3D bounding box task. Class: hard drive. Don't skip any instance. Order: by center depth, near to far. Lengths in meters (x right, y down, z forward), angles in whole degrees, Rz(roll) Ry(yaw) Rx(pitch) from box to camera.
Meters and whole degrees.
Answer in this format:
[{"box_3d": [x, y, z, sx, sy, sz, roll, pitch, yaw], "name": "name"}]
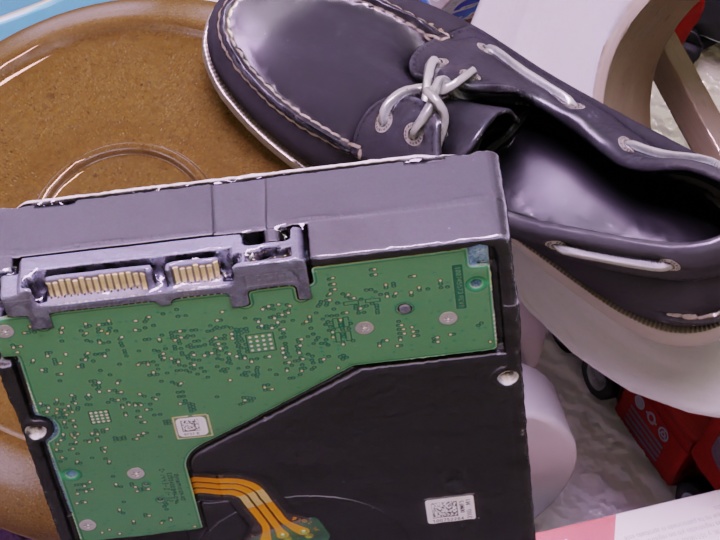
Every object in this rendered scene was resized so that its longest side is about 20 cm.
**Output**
[{"box_3d": [-0.020, 0.052, 0.639, 0.139, 0.200, 0.038, -7, 48, 3], "name": "hard drive"}]

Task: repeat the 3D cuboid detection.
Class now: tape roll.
[{"box_3d": [0.135, -0.053, 0.738, 0.202, 0.203, 0.071, 36, 16, 15], "name": "tape roll"}]

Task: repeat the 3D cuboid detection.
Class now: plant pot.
[{"box_3d": [-0.076, -0.008, 0.733, 0.199, 0.028, 0.201, -3, 66, 6], "name": "plant pot"}]

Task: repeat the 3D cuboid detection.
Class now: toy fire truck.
[{"box_3d": [0.120, -0.008, 0.829, 0.049, 0.141, 0.200, -16, 57, -27], "name": "toy fire truck"}]

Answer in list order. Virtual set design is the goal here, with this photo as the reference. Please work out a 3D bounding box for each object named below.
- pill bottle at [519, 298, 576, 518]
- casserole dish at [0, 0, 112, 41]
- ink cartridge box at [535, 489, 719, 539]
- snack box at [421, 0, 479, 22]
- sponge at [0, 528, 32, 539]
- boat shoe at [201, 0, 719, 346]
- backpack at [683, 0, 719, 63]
[{"box_3d": [0.000, 0.000, 0.805, 0.115, 0.116, 0.201, -7, 53, -21], "name": "pill bottle"}, {"box_3d": [-0.160, -0.089, 0.864, 0.199, 0.039, 0.121, -23, 51, -19], "name": "casserole dish"}, {"box_3d": [0.114, 0.177, 0.719, 0.116, 0.068, 0.200, -10, 53, -23], "name": "ink cartridge box"}, {"box_3d": [0.052, -0.120, 0.869, 0.072, 0.200, 0.024, -23, 83, -34], "name": "snack box"}, {"box_3d": [-0.086, 0.162, 0.701, 0.200, 0.030, 0.112, 32, 49, 13], "name": "sponge"}, {"box_3d": [0.038, -0.048, 0.693, 0.199, 0.063, 0.073, 29, 73, 13], "name": "boat shoe"}, {"box_3d": [0.140, -0.219, 1.018, 0.177, 0.151, 0.200, 17, 43, 0], "name": "backpack"}]
